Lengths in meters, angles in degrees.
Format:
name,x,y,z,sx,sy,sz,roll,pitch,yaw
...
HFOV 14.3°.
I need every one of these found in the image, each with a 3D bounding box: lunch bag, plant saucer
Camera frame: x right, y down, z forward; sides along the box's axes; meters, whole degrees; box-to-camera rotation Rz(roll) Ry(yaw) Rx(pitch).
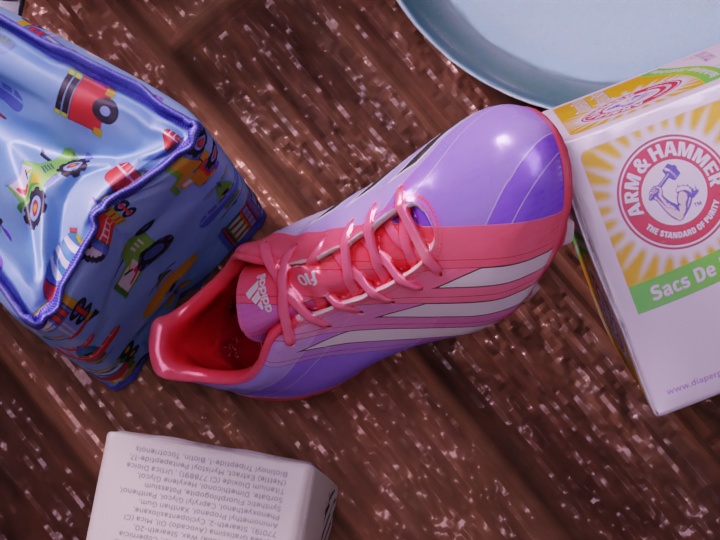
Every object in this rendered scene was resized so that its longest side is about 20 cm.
name,x,y,z,sx,sy,sz,roll,pitch,yaw
lunch bag,-0.145,-0.062,1.043,0.200,0.151,0.094,40,86,12
plant saucer,0.099,-0.153,1.095,0.199,0.027,0.201,-1,80,7

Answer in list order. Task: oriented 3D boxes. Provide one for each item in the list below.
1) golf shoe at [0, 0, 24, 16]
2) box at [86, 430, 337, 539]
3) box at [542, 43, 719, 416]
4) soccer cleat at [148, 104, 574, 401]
name,x,y,z,sx,sy,sz,roll,pitch,yaw
golf shoe,-0.076,-0.159,1.096,0.199,0.078,0.095,-25,93,-5
box,-0.066,0.164,1.034,0.082,0.068,0.201,10,81,9
box,0.171,-0.038,1.009,0.199,0.113,0.102,-21,98,3
soccer cleat,0.000,0.000,1.000,0.076,0.200,0.067,-7,76,-35
